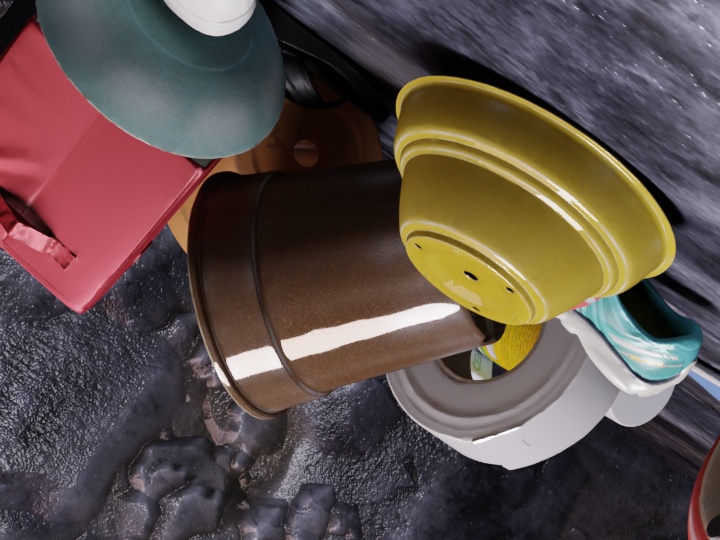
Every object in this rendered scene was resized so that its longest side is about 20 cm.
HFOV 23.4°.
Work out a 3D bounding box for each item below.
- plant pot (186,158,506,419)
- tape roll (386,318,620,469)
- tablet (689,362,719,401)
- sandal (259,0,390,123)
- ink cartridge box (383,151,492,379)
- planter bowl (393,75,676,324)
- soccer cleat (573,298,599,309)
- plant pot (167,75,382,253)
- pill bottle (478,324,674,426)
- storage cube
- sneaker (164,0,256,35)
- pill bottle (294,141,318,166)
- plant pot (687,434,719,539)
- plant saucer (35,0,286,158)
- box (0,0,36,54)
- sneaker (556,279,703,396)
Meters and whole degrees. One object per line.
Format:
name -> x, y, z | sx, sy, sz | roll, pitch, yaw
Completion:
plant pot -> 0.000, 0.000, 1.342 | 0.198, 0.201, 0.200 | -12, 158, 19
tape roll -> 0.120, 0.057, 1.429 | 0.202, 0.203, 0.071 | 33, 177, 40
tablet -> 0.390, 0.141, 1.642 | 0.200, 0.014, 0.130 | 34, 178, 44
sandal -> -0.064, -0.170, 1.344 | 0.200, 0.048, 0.075 | 37, 177, -18
ink cartridge box -> 0.057, -0.002, 1.737 | 0.200, 0.041, 0.200 | 38, -140, -30
planter bowl -> 0.086, -0.025, 1.073 | 0.200, 0.084, 0.200 | 31, 162, 11
soccer cleat -> 0.115, -0.048, 1.214 | 0.200, 0.073, 0.068 | 53, -147, -31
plant pot -> -0.066, -0.088, 1.535 | 0.200, 0.200, 0.140 | 36, 162, -11
pill bottle -> 0.203, 0.071, 1.647 | 0.111, 0.111, 0.200 | 37, 178, -39
storage cube -> -0.199, -0.110, 1.350 | 0.171, 0.180, 0.200 | 42, -148, -5
sneaker -> -0.150, -0.237, 1.131 | 0.200, 0.075, 0.088 | 32, 163, 0
pill bottle -> -0.059, -0.048, 1.672 | 0.113, 0.200, 0.113 | 3, 179, 0
plant pot -> 0.289, 0.144, 0.908 | 0.183, 0.200, 0.200 | 46, 174, -22
plant saucer -> -0.127, -0.173, 1.204 | 0.201, 0.201, 0.039 | 36, 134, -16
box -> -0.243, -0.195, 1.541 | 0.122, 0.200, 0.106 | 34, 178, 28
sneaker -> 0.179, 0.003, 1.313 | 0.200, 0.077, 0.080 | 43, 142, 8
